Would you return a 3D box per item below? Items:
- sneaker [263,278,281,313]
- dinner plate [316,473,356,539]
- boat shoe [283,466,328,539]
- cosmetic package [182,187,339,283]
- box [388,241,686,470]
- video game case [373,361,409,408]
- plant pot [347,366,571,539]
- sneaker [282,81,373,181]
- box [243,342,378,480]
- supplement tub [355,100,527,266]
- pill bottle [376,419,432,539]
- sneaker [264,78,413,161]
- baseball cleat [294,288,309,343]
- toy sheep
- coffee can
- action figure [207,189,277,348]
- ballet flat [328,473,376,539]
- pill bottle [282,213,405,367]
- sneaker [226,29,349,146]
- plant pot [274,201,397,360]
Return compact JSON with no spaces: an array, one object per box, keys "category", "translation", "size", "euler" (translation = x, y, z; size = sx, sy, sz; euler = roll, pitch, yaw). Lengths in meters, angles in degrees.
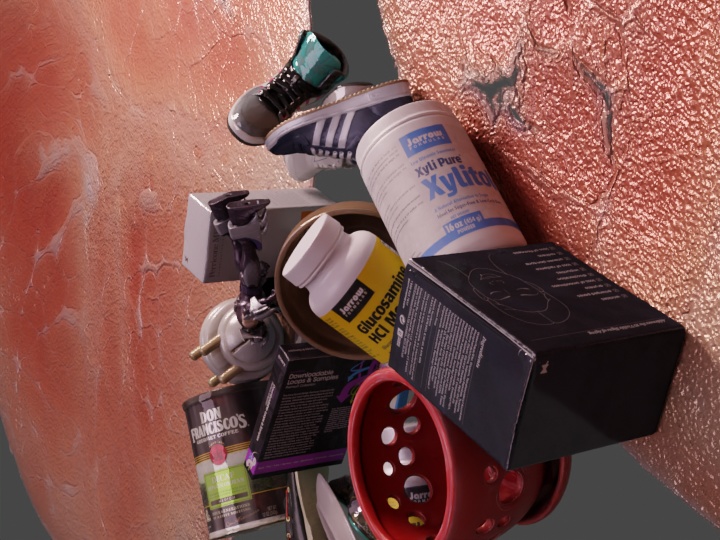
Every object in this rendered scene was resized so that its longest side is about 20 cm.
[{"category":"sneaker","translation":[-0.123,0.020,1.639],"size":[0.199,0.077,0.071],"euler":[8,97,62]},{"category":"dinner plate","translation":[-0.020,0.360,1.505],"size":[0.201,0.024,0.202],"euler":[90,154,-68]},{"category":"boat shoe","translation":[-0.080,0.312,1.611],"size":[0.062,0.073,0.205],"euler":[-16,77,36]},{"category":"cosmetic package","translation":[-0.132,-0.049,1.546],"size":[0.071,0.198,0.103],"euler":[35,123,48]},{"category":"box","translation":[0.165,0.073,1.115],"size":[0.196,0.198,0.126],"euler":[37,125,48]},{"category":"video game case","translation":[-0.002,0.139,1.537],"size":[0.200,0.018,0.145],"euler":[38,125,48]},{"category":"plant pot","translation":[0.107,0.193,1.232],"size":[0.199,0.180,0.204],"euler":[10,102,54]},{"category":"sneaker","translation":[-0.039,-0.163,1.511],"size":[0.200,0.074,0.088],"euler":[-41,66,51]},{"category":"box","translation":[-0.062,0.176,1.489],"size":[0.036,0.141,0.202],"euler":[51,133,41]},{"category":"supplement tub","translation":[0.088,-0.071,1.276],"size":[0.132,0.130,0.202],"euler":[-55,52,44]},{"category":"pill bottle","translation":[0.070,0.281,1.362],"size":[0.111,0.111,0.203],"euler":[-13,84,56]},{"category":"sneaker","translation":[-0.019,-0.149,1.415],"size":[0.197,0.070,0.110],"euler":[-19,89,19]},{"category":"baseball cleat","translation":[-0.050,0.060,1.531],"size":[0.069,0.107,0.202],"euler":[15,137,24]},{"category":"toy sheep","translation":[-0.173,0.104,1.685],"size":[0.200,0.136,0.140],"euler":[167,97,-70]},{"category":"coffee can","translation":[-0.170,0.277,1.693],"size":[0.146,0.145,0.203],"euler":[-31,69,53]},{"category":"action figure","translation":[-0.136,0.006,1.447],"size":[0.130,0.068,0.203],"euler":[-134,34,-62]},{"category":"ballet flat","translation":[0.008,0.294,1.494],"size":[0.200,0.071,0.073],"euler":[-165,73,-77]},{"category":"pill bottle","translation":[0.015,0.029,1.311],"size":[0.113,0.199,0.113],"euler":[-51,11,15]},{"category":"sneaker","translation":[-0.081,-0.239,1.470],"size":[0.084,0.200,0.121],"euler":[44,135,1]},{"category":"plant pot","translation":[0.000,0.000,1.413],"size":[0.093,0.198,0.203],"euler":[-74,-1,-64]}]
